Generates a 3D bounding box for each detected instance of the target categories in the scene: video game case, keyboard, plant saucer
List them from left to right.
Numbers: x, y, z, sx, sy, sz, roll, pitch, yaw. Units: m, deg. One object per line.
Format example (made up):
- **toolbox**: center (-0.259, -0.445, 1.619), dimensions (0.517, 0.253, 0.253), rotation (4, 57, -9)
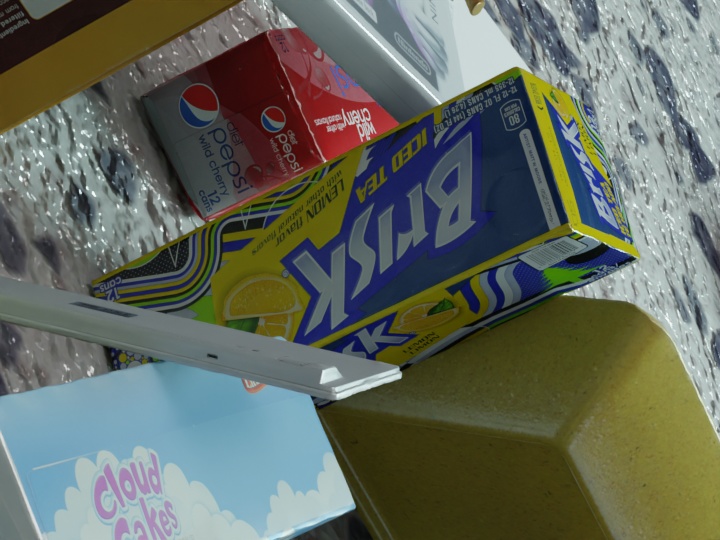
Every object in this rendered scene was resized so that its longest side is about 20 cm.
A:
- **keyboard**: center (-0.087, 0.015, 0.849), dimensions (0.056, 0.199, 0.011), rotation (2, 100, -68)
- **video game case**: center (-0.025, -0.164, 1.008), dimensions (0.200, 0.023, 0.182), rotation (40, 32, -46)
- **plant saucer**: center (0.064, 0.094, 1.078), dimensions (0.048, 0.199, 0.200), rotation (-52, 129, -31)

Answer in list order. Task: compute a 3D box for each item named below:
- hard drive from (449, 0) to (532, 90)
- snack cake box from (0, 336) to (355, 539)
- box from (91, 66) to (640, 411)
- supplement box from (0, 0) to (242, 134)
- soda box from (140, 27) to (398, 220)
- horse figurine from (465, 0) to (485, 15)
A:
- **hard drive**: center (0.061, -0.101, 1.470), dimensions (0.200, 0.025, 0.132), rotation (50, 27, -30)
- **snack cake box**: center (-0.097, 0.081, 0.826), dimensions (0.200, 0.115, 0.067), rotation (-11, 76, -66)
- **box**: center (0.000, 0.000, 1.008), dimensions (0.064, 0.199, 0.070), rotation (20, 49, -58)
- **supplement box**: center (-0.122, -0.197, 1.036), dimensions (0.200, 0.132, 0.197), rotation (56, 24, -18)
- **soda box**: center (-0.019, -0.072, 1.210), dimensions (0.064, 0.070, 0.200), rotation (66, 23, 1)
- **horse figurine**: center (-0.001, -0.189, 1.370), dimensions (0.200, 0.050, 0.133), rotation (-9, 54, -53)
